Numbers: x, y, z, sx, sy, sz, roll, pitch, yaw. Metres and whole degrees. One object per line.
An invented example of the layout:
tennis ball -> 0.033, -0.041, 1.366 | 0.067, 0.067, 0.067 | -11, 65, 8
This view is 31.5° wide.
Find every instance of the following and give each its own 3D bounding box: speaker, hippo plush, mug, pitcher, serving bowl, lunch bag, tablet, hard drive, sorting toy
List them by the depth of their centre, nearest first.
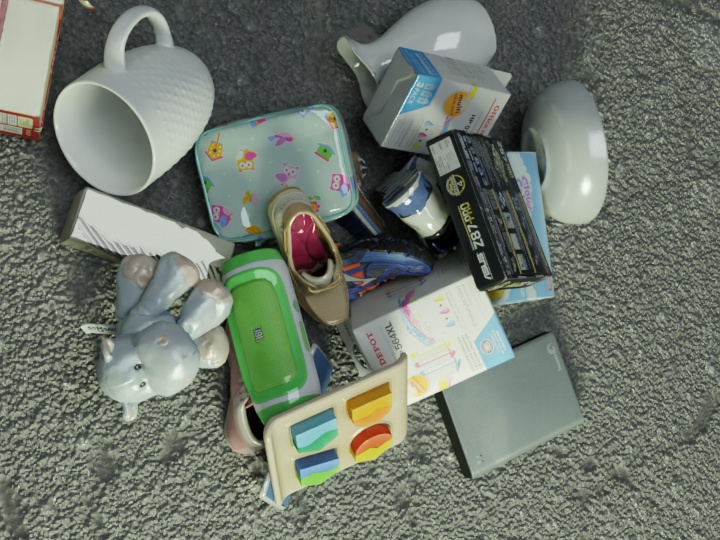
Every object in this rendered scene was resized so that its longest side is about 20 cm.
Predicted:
hippo plush -> -0.252, 0.072, 1.469 | 0.198, 0.161, 0.161 | -13, 105, 10
mug -> -0.261, -0.217, 1.535 | 0.175, 0.147, 0.201 | -48, 145, -48
speaker -> -0.108, 0.080, 1.539 | 0.088, 0.088, 0.202 | -11, 76, -24
sorting toy -> -0.021, 0.198, 1.542 | 0.199, 0.186, 0.037 | -27, 57, -17
lunch bag -> -0.106, -0.119, 1.620 | 0.198, 0.077, 0.162 | -13, 99, 7
tablet -> -0.081, 0.199, 1.620 | 0.014, 0.130, 0.202 | 15, 76, 13
pitcher -> 0.087, -0.273, 1.748 | 0.199, 0.121, 0.173 | -24, 115, -14
serving bowl -> 0.269, -0.160, 1.765 | 0.065, 0.200, 0.202 | -8, 88, -16
hard drive -> 0.209, 0.186, 1.791 | 0.199, 0.033, 0.141 | -22, 94, -24

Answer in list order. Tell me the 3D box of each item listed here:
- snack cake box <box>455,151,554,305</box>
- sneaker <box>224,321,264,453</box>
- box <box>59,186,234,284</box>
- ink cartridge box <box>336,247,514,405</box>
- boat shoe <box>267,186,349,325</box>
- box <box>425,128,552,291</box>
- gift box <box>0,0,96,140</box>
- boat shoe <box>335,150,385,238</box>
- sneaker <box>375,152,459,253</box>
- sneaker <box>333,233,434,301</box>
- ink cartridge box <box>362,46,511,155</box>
snack cake box -> 0.191, -0.054, 1.755 | 0.067, 0.114, 0.202 | -5, 86, -45
sneaker -> -0.128, 0.130, 1.609 | 0.075, 0.105, 0.202 | 5, 82, -20
box -> -0.263, -0.034, 1.578 | 0.199, 0.082, 0.069 | 20, 79, -20
ink cartridge box -> 0.078, 0.081, 1.654 | 0.199, 0.125, 0.129 | -26, 105, 5
boat shoe -> -0.059, -0.005, 1.579 | 0.073, 0.069, 0.201 | -28, 122, -7
box -> 0.166, -0.076, 1.625 | 0.161, 0.049, 0.202 | -5, 73, -60
gift box -> -0.418, -0.264, 1.479 | 0.198, 0.184, 0.189 | 10, 84, -18
boat shoe -> -0.028, -0.128, 1.695 | 0.200, 0.072, 0.072 | 49, 67, -12
sneaker -> 0.085, -0.082, 1.682 | 0.080, 0.200, 0.115 | -39, 104, 12
sneaker -> 0.000, 0.000, 1.668 | 0.198, 0.075, 0.079 | -2, 110, 15
ink cartridge box -> 0.117, -0.215, 1.695 | 0.199, 0.116, 0.068 | 5, 38, -35
